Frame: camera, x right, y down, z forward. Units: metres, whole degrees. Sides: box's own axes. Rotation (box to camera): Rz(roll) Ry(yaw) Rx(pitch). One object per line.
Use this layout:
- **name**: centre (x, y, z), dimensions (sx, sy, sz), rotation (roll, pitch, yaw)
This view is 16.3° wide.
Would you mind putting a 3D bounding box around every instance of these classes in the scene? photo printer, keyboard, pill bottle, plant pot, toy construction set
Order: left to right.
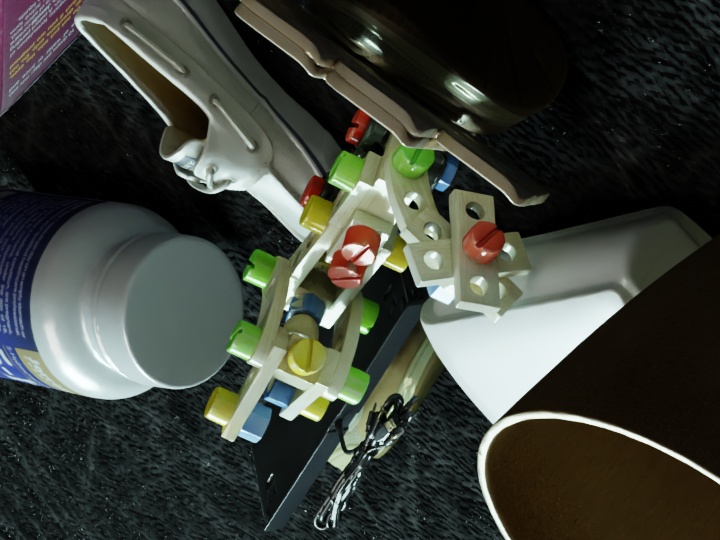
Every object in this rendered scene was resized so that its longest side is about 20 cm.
- **pill bottle**: centre (-0.168, 0.015, 1.518), dimensions (0.200, 0.120, 0.120), rotation (8, 140, 48)
- **keyboard**: centre (-0.010, 0.074, 1.360), dimensions (0.021, 0.127, 0.200), rotation (9, 135, -23)
- **toy construction set**: centre (0.000, 0.000, 1.237), dimensions (0.092, 0.131, 0.200), rotation (35, 140, -21)
- **photo printer**: centre (0.129, 0.052, 1.239), dimensions (0.166, 0.069, 0.200), rotation (47, 153, -18)
- **plant pot**: centre (0.180, 0.053, 1.029), dimensions (0.186, 0.200, 0.186), rotation (31, 153, 18)

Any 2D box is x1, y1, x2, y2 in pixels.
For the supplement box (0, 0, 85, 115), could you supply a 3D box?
- **supplement box**: centre (-0.199, -0.191, 1.252), dimensions (0.131, 0.103, 0.200), rotation (34, 154, 10)

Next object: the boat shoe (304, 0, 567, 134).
- **boat shoe**: centre (0.001, -0.133, 1.124), dimensions (0.200, 0.072, 0.065), rotation (38, 153, -9)

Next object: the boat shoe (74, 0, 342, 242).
- **boat shoe**: centre (-0.074, -0.074, 1.306), dimensions (0.200, 0.070, 0.071), rotation (53, 152, -20)

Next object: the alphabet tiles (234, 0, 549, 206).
- **alphabet tiles**: centre (0.000, -0.087, 1.135), dimensions (0.196, 0.015, 0.200), rotation (37, -173, 5)

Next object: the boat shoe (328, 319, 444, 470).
- **boat shoe**: centre (0.002, 0.064, 1.429), dimensions (0.063, 0.073, 0.201), rotation (35, 161, -1)
